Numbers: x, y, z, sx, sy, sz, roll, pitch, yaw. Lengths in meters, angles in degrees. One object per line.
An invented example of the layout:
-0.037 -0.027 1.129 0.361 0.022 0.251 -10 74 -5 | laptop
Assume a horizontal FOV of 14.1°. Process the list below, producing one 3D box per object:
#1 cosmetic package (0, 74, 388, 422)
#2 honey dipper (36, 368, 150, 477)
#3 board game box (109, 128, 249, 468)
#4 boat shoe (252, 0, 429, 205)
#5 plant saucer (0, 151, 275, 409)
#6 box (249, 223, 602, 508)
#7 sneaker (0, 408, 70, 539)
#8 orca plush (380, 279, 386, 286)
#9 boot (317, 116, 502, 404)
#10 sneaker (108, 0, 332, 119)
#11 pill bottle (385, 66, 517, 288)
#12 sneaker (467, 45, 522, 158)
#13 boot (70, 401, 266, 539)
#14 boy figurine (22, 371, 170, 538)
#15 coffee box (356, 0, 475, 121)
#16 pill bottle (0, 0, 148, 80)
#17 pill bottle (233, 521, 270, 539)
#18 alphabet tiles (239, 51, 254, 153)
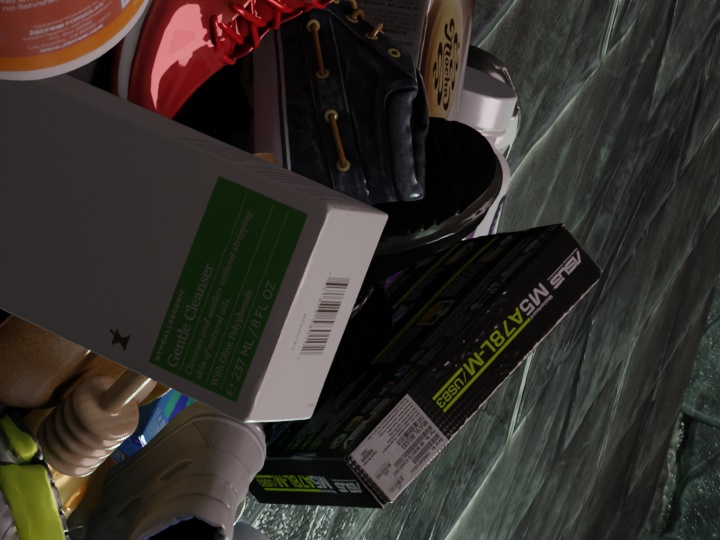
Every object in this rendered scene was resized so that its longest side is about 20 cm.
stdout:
-0.102 -0.016 1.329 0.108 0.199 0.085 -70 161 6 | cosmetic package
-0.100 0.040 1.426 0.200 0.038 0.038 -45 -175 44 | honey dipper
-0.095 0.036 1.765 0.201 0.045 0.152 -62 164 -21 | board game box
-0.011 -0.122 1.587 0.071 0.090 0.201 56 28 -69 | boat shoe
-0.114 0.014 1.482 0.200 0.036 0.200 -36 173 -5 | plant saucer
0.028 0.058 1.736 0.200 0.048 0.193 -46 -168 -20 | box
-0.185 0.169 1.503 0.074 0.081 0.201 -131 -154 -63 | sneaker
0.015 -0.047 1.849 0.105 0.071 0.201 -126 -135 -83 | orca plush
-0.001 -0.002 1.653 0.158 0.210 0.080 52 25 -54 | boot
-0.046 -0.146 1.520 0.201 0.115 0.078 -65 166 -10 | sneaker
0.038 -0.041 2.008 0.111 0.111 0.201 -27 138 -69 | pill bottle
0.065 -0.072 2.137 0.089 0.074 0.201 -56 162 -45 | sneaker
-0.128 0.158 1.652 0.200 0.073 0.096 -48 -163 40 | boot
-0.162 0.114 1.602 0.201 0.064 0.124 -60 163 -16 | boy figurine
0.020 -0.171 1.716 0.113 0.079 0.201 5 93 -74 | coffee box
-0.142 -0.172 1.132 0.112 0.112 0.200 -60 164 -26 | pill bottle
-0.121 0.245 1.859 0.200 0.112 0.112 -49 157 -52 | pill bottle
-0.039 -0.099 1.713 0.200 0.008 0.168 70 25 -58 | alphabet tiles
